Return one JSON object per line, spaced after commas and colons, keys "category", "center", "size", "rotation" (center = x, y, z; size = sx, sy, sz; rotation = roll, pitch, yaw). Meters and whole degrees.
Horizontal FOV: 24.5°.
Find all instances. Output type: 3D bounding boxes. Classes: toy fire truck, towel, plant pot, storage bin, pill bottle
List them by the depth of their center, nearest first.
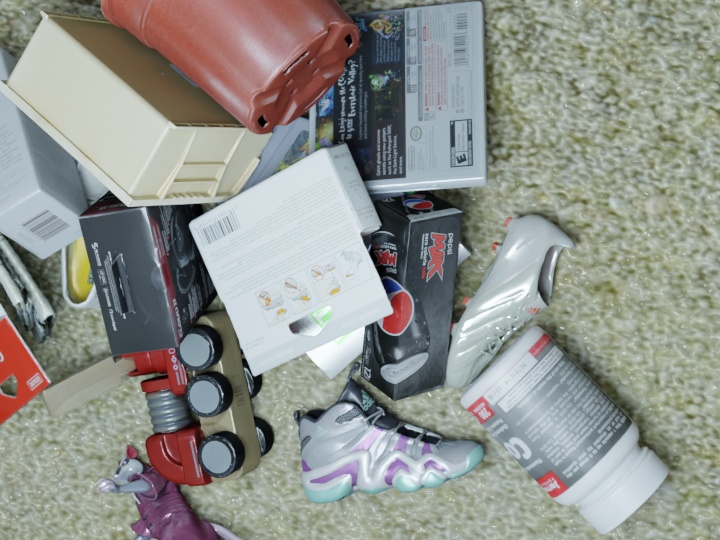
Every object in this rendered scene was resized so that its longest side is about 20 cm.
{"category": "plant pot", "center": [-0.117, -0.253, 1.638], "size": [0.195, 0.201, 0.201], "rotation": [46, 102, 13]}
{"category": "storage bin", "center": [-0.220, -0.163, 1.666], "size": [0.200, 0.198, 0.094], "rotation": [40, 110, 21]}
{"category": "pill bottle", "center": [0.208, 0.164, 1.678], "size": [0.200, 0.114, 0.114], "rotation": [46, 102, 4]}
{"category": "towel", "center": [-0.388, -0.010, 1.744], "size": [0.035, 0.193, 0.200], "rotation": [-35, 88, -16]}
{"category": "toy fire truck", "center": [-0.218, 0.145, 1.767], "size": [0.200, 0.129, 0.177], "rotation": [-9, 95, 24]}

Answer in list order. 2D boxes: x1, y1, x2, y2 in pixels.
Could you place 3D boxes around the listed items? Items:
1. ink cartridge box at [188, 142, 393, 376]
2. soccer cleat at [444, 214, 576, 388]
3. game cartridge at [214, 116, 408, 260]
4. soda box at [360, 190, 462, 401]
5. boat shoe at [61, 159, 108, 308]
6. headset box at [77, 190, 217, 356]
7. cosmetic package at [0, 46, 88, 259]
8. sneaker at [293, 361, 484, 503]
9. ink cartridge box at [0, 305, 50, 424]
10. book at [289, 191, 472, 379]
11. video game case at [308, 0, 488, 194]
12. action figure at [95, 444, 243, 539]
{"category": "ink cartridge box", "center": [-0.062, -0.009, 1.656], "size": [0.200, 0.044, 0.174], "rotation": [-26, 87, 36]}
{"category": "soccer cleat", "center": [0.149, 0.038, 1.698], "size": [0.077, 0.069, 0.200], "rotation": [29, 98, 22]}
{"category": "game cartridge", "center": [-0.047, -0.078, 1.710], "size": [0.200, 0.041, 0.133], "rotation": [33, 88, 23]}
{"category": "soda box", "center": [0.050, 0.026, 1.667], "size": [0.063, 0.071, 0.200], "rotation": [33, 127, 47]}
{"category": "boat shoe", "center": [-0.291, -0.057, 1.768], "size": [0.074, 0.086, 0.203], "rotation": [12, 99, 9]}
{"category": "headset box", "center": [-0.214, -0.011, 1.688], "size": [0.077, 0.200, 0.149], "rotation": [-8, 107, 13]}
{"category": "cosmetic package", "center": [-0.353, -0.123, 1.721], "size": [0.071, 0.101, 0.200], "rotation": [-29, 57, 13]}
{"category": "sneaker", "center": [0.023, 0.161, 1.733], "size": [0.199, 0.078, 0.140], "rotation": [-11, 94, 12]}
{"category": "ink cartridge box", "center": [-0.422, 0.080, 1.762], "size": [0.174, 0.044, 0.200], "rotation": [58, 146, 1]}
{"category": "book", "center": [0.000, 0.000, 1.741], "size": [0.200, 0.048, 0.134], "rotation": [-43, 88, 9]}
{"category": "video game case", "center": [0.037, -0.174, 1.683], "size": [0.181, 0.023, 0.201], "rotation": [-4, 70, 11]}
{"category": "action figure", "center": [-0.200, 0.264, 1.776], "size": [0.149, 0.134, 0.200], "rotation": [-22, 62, -20]}
